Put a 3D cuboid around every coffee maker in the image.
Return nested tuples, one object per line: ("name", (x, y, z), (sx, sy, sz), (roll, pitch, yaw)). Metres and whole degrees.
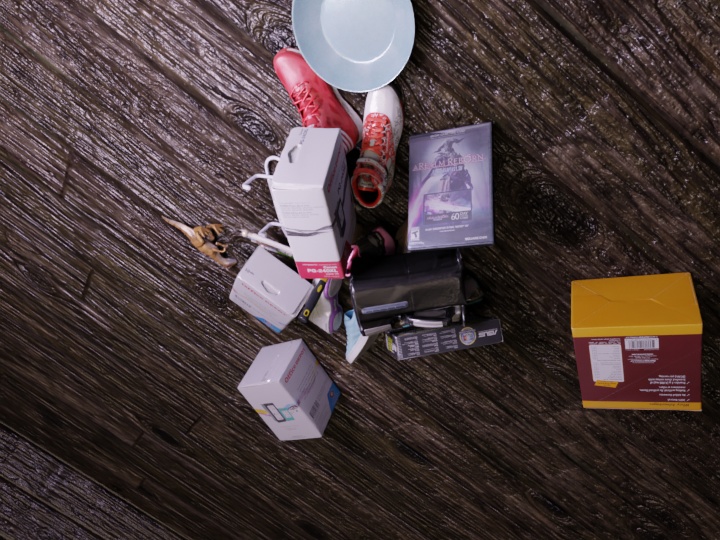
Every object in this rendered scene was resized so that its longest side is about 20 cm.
("coffee maker", (0.081, 0.014, 0.980), (0.197, 0.135, 0.195), (-7, 96, 4))

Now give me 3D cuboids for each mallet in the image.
("mallet", (-0.079, 0.011, 1.086), (0.066, 0.201, 0.041), (36, 148, -2))

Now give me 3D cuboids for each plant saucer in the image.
("plant saucer", (-0.008, -0.381, 0.846), (0.198, 0.039, 0.203), (11, 129, 14))

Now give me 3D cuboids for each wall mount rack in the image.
("wall mount rack", (-0.141, -0.115, 1.075), (0.172, 0.075, 0.202), (13, 132, 30))

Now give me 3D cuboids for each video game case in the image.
("video game case", (0.146, -0.135, 0.894), (0.141, 0.203, 0.019), (-4, 167, 25))

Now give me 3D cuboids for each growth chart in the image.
("growth chart", (-0.164, -0.046, 1.103), (0.143, 0.018, 0.200), (20, 176, 0))

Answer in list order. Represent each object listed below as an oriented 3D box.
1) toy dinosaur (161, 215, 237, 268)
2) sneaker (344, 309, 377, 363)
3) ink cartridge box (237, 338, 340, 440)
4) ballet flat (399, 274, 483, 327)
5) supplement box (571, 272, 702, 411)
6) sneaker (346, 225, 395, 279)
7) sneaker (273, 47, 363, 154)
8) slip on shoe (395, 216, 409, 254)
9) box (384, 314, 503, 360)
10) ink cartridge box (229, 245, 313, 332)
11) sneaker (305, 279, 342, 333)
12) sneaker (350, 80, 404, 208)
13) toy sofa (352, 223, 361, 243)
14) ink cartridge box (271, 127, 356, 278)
("toy dinosaur", (-0.362, -0.072, 1.227), (0.199, 0.061, 0.106), (41, 132, -11))
("sneaker", (-0.004, 0.130, 1.244), (0.082, 0.074, 0.201), (42, 135, 17))
("ink cartridge box", (-0.176, 0.303, 1.391), (0.144, 0.147, 0.201), (-15, 119, 32))
("ballet flat", (0.155, 0.057, 1.120), (0.199, 0.072, 0.072), (-25, 115, 35))
("supplement box", (0.491, 0.131, 0.982), (0.194, 0.133, 0.202), (-5, 125, 25))
("sneaker", (0.000, 0.000, 1.091), (0.079, 0.095, 0.201), (46, 144, 26))
("sneaker", (-0.080, -0.272, 0.910), (0.200, 0.116, 0.078), (42, 131, -13))
("slip on shoe", (0.095, -0.066, 1.039), (0.060, 0.076, 0.202), (25, 139, 25))
("box", (0.153, 0.126, 1.061), (0.197, 0.160, 0.045), (-10, 89, -5))
("ink cartridge box", (-0.196, 0.047, 1.185), (0.144, 0.085, 0.200), (36, 158, -6))
("sneaker", (-0.091, 0.045, 1.197), (0.099, 0.075, 0.203), (22, 127, 28))
("sneaker", (0.027, -0.205, 0.924), (0.066, 0.108, 0.204), (12, 130, 12))
("toy sofa", (-0.067, -0.139, 1.034), (0.096, 0.083, 0.202), (3, 128, 19))
("ink cartridge box", (-0.067, -0.106, 0.885), (0.082, 0.147, 0.201), (2, 140, 11))
